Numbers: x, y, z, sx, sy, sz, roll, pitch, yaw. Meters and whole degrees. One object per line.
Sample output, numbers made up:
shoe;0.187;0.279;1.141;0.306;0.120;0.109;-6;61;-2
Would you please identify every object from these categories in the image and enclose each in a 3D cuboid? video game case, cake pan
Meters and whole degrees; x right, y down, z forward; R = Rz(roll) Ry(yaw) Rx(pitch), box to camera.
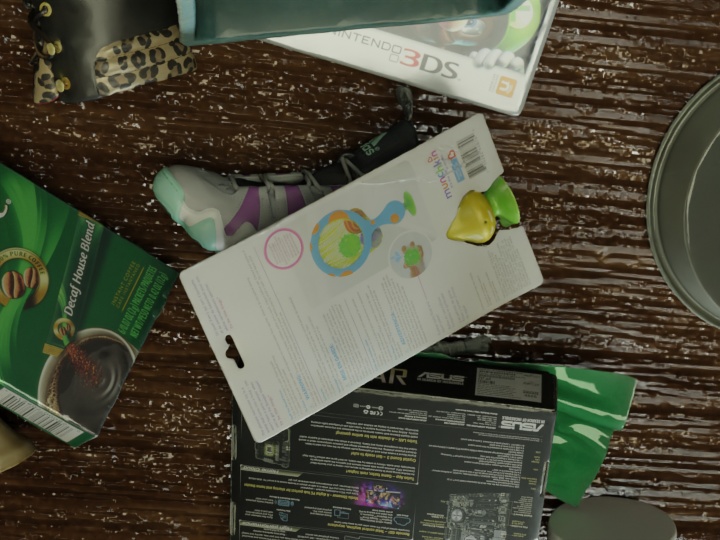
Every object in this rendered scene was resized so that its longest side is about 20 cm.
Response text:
video game case;0.043;-0.212;0.926;0.181;0.023;0.201;15;105;-12
cake pan;0.287;-0.044;1.006;0.199;0.037;0.202;-2;108;-7

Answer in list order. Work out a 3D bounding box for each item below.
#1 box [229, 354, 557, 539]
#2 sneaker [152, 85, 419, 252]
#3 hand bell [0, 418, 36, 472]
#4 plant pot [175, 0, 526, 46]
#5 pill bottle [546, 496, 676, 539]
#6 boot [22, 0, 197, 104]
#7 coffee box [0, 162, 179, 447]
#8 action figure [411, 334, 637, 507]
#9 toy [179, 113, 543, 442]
box;0.018;0.131;0.980;0.199;0.044;0.161;5;120;4
sneaker;-0.016;-0.056;0.945;0.199;0.078;0.140;25;101;-24
hand bell;-0.274;0.029;0.939;0.103;0.104;0.201;-15;96;-3
plant pot;-0.010;-0.238;0.803;0.195;0.196;0.201;-7;91;-6
pill bottle;0.167;0.262;1.046;0.111;0.112;0.201;-3;107;-7
boot;-0.192;-0.170;0.882;0.199;0.073;0.152;-14;109;-12
coffee box;-0.220;0.004;0.914;0.199;0.044;0.123;34;63;-17
action figure;0.064;0.083;1.000;0.199;0.055;0.119;14;123;-5
toy;0.000;0.000;0.903;0.199;0.047;0.116;-27;112;-11
